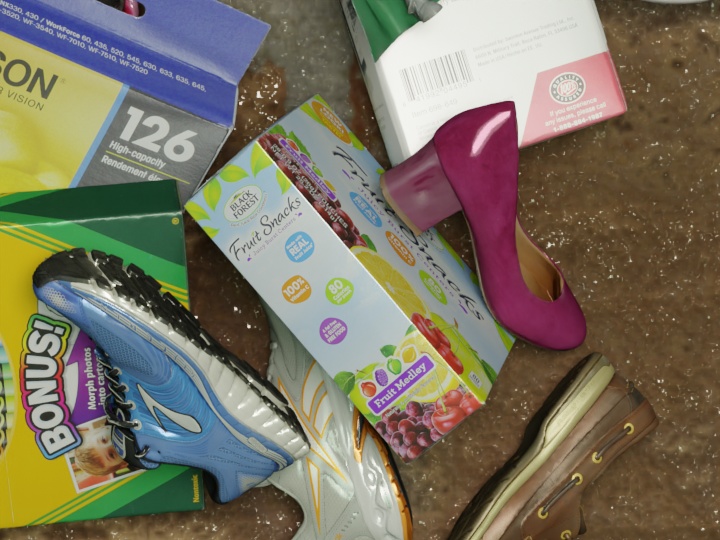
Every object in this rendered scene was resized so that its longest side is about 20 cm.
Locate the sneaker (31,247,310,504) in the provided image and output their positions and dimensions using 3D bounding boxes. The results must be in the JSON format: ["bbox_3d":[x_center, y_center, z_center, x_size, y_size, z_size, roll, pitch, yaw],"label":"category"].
[{"bbox_3d":[-0.119,0.068,1.351,0.089,0.079,0.200,-43,117,4],"label":"sneaker"}]

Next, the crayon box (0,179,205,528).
[{"bbox_3d":[-0.186,0.053,1.410,0.171,0.058,0.201,-5,114,-6],"label":"crayon box"}]

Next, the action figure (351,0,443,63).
[{"bbox_3d":[-0.010,-0.237,1.372,0.118,0.055,0.200,-45,102,-24],"label":"action figure"}]

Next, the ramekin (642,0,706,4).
[{"bbox_3d":[0.198,-0.261,1.391,0.201,0.094,0.204,-1,94,-11],"label":"ramekin"}]

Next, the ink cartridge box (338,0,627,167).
[{"bbox_3d":[0.063,-0.169,1.461,0.145,0.085,0.201,-18,92,-7],"label":"ink cartridge box"}]

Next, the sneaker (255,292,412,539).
[{"bbox_3d":[-0.040,0.090,1.455,0.091,0.076,0.201,-21,87,3],"label":"sneaker"}]

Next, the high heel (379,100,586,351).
[{"bbox_3d":[0.105,-0.022,1.425,0.096,0.068,0.200,-31,135,22],"label":"high heel"}]

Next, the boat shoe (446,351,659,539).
[{"bbox_3d":[0.111,0.147,1.465,0.067,0.072,0.200,38,83,-1],"label":"boat shoe"}]

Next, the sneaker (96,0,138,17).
[{"bbox_3d":[-0.168,-0.190,1.430,0.095,0.079,0.201,43,77,-40],"label":"sneaker"}]

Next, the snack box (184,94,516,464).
[{"bbox_3d":[0.000,0.000,1.407,0.068,0.169,0.200,-39,92,17],"label":"snack box"}]

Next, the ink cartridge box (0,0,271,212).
[{"bbox_3d":[-0.181,-0.093,1.390,0.197,0.047,0.201,22,120,-19],"label":"ink cartridge box"}]
